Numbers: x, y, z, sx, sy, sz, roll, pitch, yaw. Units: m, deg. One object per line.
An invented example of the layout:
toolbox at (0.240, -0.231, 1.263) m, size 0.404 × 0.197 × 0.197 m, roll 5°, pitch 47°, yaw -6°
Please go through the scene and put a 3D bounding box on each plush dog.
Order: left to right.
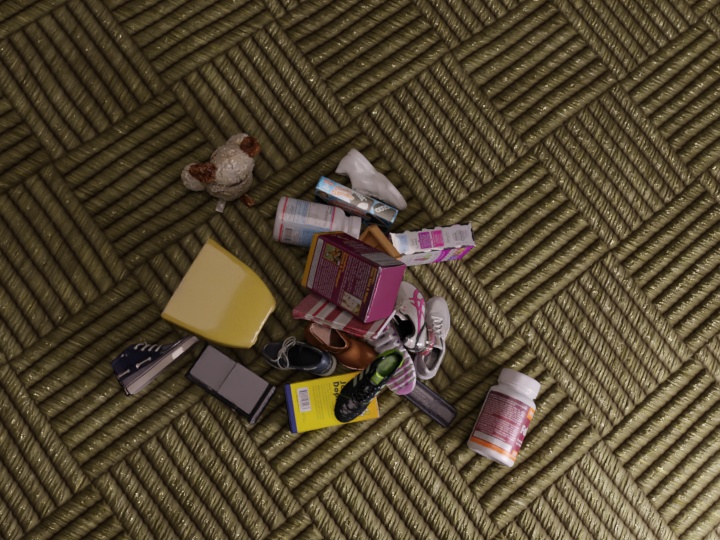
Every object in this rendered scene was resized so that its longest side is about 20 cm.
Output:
plush dog at (-0.306, -0.232, 1.577) m, size 0.199 × 0.172 × 0.161 m, roll -36°, pitch 85°, yaw -13°

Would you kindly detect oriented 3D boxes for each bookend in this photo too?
bookend at (-0.288, 0.242, 1.472) m, size 0.198 × 0.200 × 0.092 m, roll 34°, pitch 77°, yaw 0°

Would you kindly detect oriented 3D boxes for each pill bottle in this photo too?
pill bottle at (-0.102, -0.105, 1.609) m, size 0.198 × 0.109 × 0.110 m, roll 11°, pitch 78°, yaw -5°
pill bottle at (0.336, 0.338, 1.571) m, size 0.113 × 0.114 × 0.201 m, roll 26°, pitch 78°, yaw -1°

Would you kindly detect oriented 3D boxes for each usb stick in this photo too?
usb stick at (0.140, 0.294, 1.599) m, size 0.199 × 0.033 × 0.056 m, roll 38°, pitch 84°, yaw 1°

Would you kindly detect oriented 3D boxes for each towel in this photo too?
towel at (-0.035, 0.094, 1.500) m, size 0.198 × 0.144 × 0.023 m, roll 15°, pitch 115°, yaw 15°

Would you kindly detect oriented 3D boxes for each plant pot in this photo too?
plant pot at (-0.302, 0.077, 1.514) m, size 0.199 × 0.194 × 0.196 m, roll 31°, pitch 77°, yaw -5°

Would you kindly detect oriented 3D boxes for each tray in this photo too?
tray at (0.000, 0.000, 1.567) m, size 0.099 × 0.037 × 0.200 m, roll 50°, pitch 122°, yaw 15°

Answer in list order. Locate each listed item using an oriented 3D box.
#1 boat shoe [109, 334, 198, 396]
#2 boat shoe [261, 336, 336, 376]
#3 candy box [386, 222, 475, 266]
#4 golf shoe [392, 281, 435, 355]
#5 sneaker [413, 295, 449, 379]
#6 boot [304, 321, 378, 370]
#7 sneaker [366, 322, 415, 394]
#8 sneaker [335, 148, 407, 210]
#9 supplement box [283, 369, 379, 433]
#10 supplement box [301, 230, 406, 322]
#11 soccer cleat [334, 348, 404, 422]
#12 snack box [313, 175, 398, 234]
boat shoe at (-0.467, 0.187, 1.520) m, size 0.199 × 0.075 × 0.093 m, roll -37°, pitch 86°, yaw -6°
boat shoe at (-0.149, 0.192, 1.522) m, size 0.199 × 0.062 × 0.075 m, roll 13°, pitch 70°, yaw 34°
candy box at (0.158, -0.058, 1.617) m, size 0.198 × 0.136 × 0.062 m, roll -8°, pitch 78°, yaw -9°
golf shoe at (0.111, 0.098, 1.571) m, size 0.072 × 0.092 × 0.201 m, roll -40°, pitch 44°, yaw 25°
sneaker at (0.178, 0.156, 1.599) m, size 0.075 × 0.092 × 0.202 m, roll 11°, pitch 78°, yaw -5°
boot at (-0.036, 0.173, 1.538) m, size 0.198 × 0.155 × 0.074 m, roll 19°, pitch 77°, yaw -3°
sneaker at (0.073, 0.187, 1.567) m, size 0.080 × 0.088 × 0.201 m, roll -27°, pitch 82°, yaw 12°
sneaker at (0.025, -0.204, 1.672) m, size 0.200 × 0.075 × 0.089 m, roll 43°, pitch 90°, yaw 9°
supplement box at (-0.069, 0.296, 1.533) m, size 0.198 × 0.109 × 0.111 m, roll -9°, pitch 80°, yaw -9°
supplement box at (-0.017, 0.008, 1.490) m, size 0.199 × 0.103 × 0.132 m, roll 29°, pitch 112°, yaw 32°
soccer cleat at (0.017, 0.243, 1.457) m, size 0.067 × 0.081 × 0.200 m, roll 43°, pitch 76°, yaw 2°
snack box at (-0.014, -0.154, 1.625) m, size 0.199 × 0.116 × 0.037 m, roll 24°, pitch 77°, yaw -1°
